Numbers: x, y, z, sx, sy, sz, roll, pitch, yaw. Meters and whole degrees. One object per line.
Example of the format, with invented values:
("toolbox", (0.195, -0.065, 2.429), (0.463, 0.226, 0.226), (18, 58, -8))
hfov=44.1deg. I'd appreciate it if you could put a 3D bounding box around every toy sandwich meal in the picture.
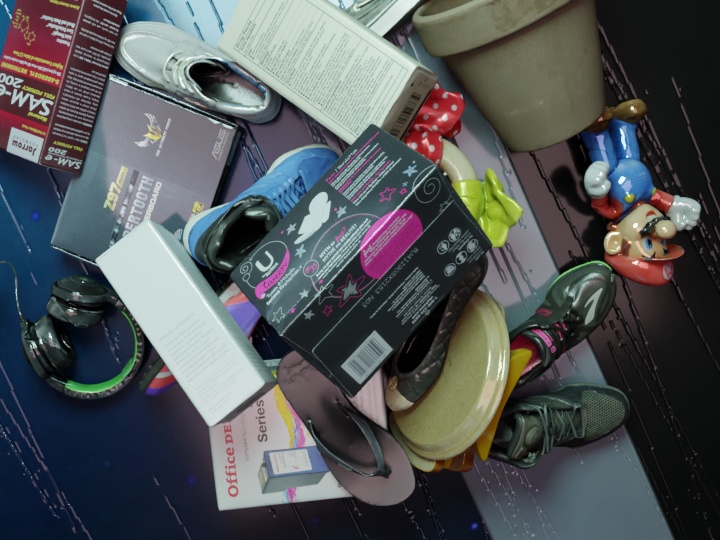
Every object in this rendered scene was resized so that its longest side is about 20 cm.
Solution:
("toy sandwich meal", (0.104, 0.121, 0.962), (0.069, 0.204, 0.209), (20, 96, -32))

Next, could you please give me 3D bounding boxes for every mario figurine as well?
("mario figurine", (0.307, -0.083, 0.966), (0.121, 0.106, 0.204), (-16, 92, 10))

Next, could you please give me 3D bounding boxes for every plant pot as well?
("plant pot", (0.174, -0.226, 0.920), (0.197, 0.201, 0.177), (-28, 109, 2))

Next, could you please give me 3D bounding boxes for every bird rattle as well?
("bird rattle", (0.075, -0.097, 0.947), (0.162, 0.113, 0.201), (-39, 98, -12))

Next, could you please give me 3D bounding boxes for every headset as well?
("headset", (-0.331, 0.061, 0.976), (0.199, 0.094, 0.124), (37, 93, -15))

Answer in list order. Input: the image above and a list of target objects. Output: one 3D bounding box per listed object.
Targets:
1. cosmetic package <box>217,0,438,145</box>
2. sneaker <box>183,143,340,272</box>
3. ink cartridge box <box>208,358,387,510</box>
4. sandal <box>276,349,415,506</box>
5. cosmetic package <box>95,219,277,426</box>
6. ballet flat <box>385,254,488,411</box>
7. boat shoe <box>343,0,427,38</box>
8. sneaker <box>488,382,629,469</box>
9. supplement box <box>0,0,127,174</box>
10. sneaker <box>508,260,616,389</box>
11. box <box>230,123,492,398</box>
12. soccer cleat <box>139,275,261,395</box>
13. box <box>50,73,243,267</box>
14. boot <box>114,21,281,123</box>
("cosmetic package", (-0.033, -0.212, 0.902), (0.199, 0.087, 0.104), (38, 106, 14))
("sneaker", (-0.088, -0.063, 0.939), (0.198, 0.111, 0.078), (-30, 115, -15))
("ink cartridge box", (-0.067, 0.176, 0.994), (0.195, 0.088, 0.149), (-5, 96, 1))
("sandal", (-0.020, 0.171, 0.929), (0.076, 0.043, 0.201), (-41, 96, 2))
("cosmetic package", (-0.173, 0.055, 0.903), (0.071, 0.101, 0.201), (-36, 82, -2))
("ballet flat", (0.068, 0.057, 0.929), (0.056, 0.067, 0.203), (15, 108, -31))
("boat shoe", (0.019, -0.289, 0.962), (0.199, 0.071, 0.064), (-40, 95, 5))
("sneaker", (0.212, 0.174, 0.985), (0.195, 0.114, 0.078), (-3, 97, -3))
("supplement box", (-0.327, -0.217, 0.947), (0.107, 0.061, 0.204), (19, 95, 29))
("sneaker", (0.212, 0.073, 0.989), (0.200, 0.084, 0.077), (-44, 95, 3))
("box", (0.002, -0.010, 0.834), (0.200, 0.115, 0.132), (-46, 134, -2))
("soccer cleat", (-0.164, 0.078, 0.995), (0.073, 0.068, 0.200), (45, 91, -8))
("box", (-0.236, -0.093, 0.985), (0.155, 0.051, 0.204), (21, 95, -2))
("boot", (-0.179, -0.218, 0.952), (0.196, 0.096, 0.075), (20, 94, -2))
